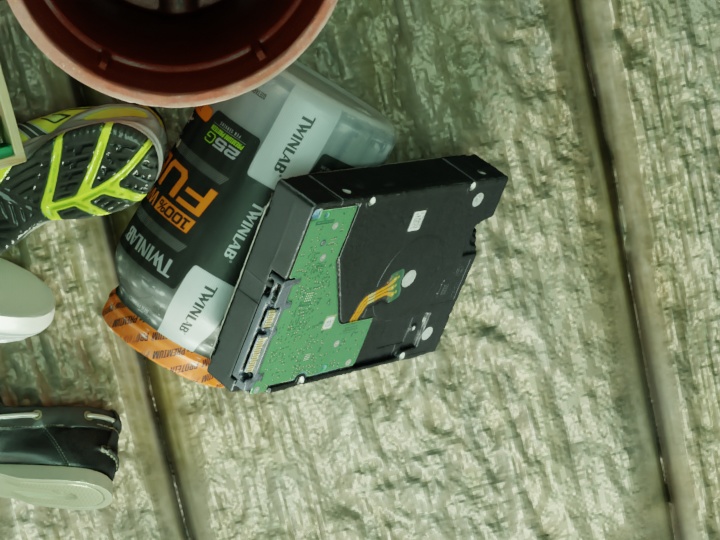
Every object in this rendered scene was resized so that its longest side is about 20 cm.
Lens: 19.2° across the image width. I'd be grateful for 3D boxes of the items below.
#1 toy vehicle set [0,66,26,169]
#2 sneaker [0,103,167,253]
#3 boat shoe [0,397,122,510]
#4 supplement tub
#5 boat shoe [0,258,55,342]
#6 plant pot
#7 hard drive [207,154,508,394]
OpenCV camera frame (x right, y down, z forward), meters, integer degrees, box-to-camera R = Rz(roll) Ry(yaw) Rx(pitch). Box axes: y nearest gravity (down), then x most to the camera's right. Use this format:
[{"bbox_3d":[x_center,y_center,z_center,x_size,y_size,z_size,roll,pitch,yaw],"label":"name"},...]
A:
[{"bbox_3d":[-0.309,-0.095,1.253,0.200,0.027,0.124,-20,103,-21],"label":"toy vehicle set"},{"bbox_3d":[-0.213,-0.059,1.359,0.200,0.076,0.076,-8,111,15],"label":"sneaker"},{"bbox_3d":[-0.258,0.110,1.405,0.200,0.072,0.068,7,67,0],"label":"boat shoe"},{"bbox_3d":[-0.075,-0.034,1.347,0.122,0.123,0.200,29,99,-11],"label":"supplement tub"},{"bbox_3d":[-0.300,0.027,1.373,0.200,0.072,0.069,4,125,-13],"label":"boat shoe"},{"bbox_3d":[-0.112,-0.211,1.263,0.200,0.195,0.201,-1,103,-5],"label":"plant pot"},{"bbox_3d":[0.000,0.000,1.328,0.038,0.200,0.140,36,118,29],"label":"hard drive"}]
